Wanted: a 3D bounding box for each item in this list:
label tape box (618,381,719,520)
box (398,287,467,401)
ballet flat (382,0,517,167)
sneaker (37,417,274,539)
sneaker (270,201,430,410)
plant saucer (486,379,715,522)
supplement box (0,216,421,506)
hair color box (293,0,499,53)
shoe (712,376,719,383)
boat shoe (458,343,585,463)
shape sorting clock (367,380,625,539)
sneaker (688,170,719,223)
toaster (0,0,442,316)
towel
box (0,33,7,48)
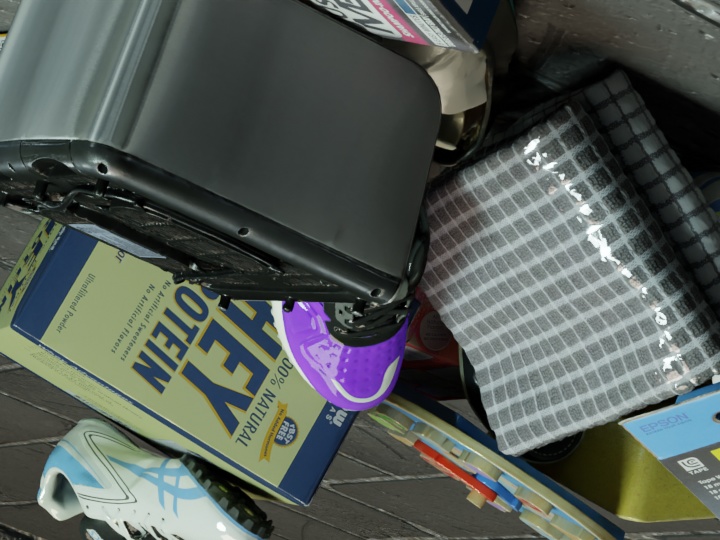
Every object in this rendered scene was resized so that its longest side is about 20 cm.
[{"bbox_3d":[0.249,0.087,1.416,0.143,0.064,0.200,-21,135,29],"label":"label tape box"},{"bbox_3d":[0.026,0.027,1.722,0.102,0.095,0.200,23,163,-28],"label":"box"},{"bbox_3d":[0.044,-0.103,1.307,0.067,0.069,0.200,15,164,14],"label":"ballet flat"},{"bbox_3d":[-0.121,0.141,1.559,0.072,0.073,0.199,38,166,-36],"label":"sneaker"},{"bbox_3d":[-0.001,0.000,1.385,0.069,0.201,0.100,-15,-148,-18],"label":"sneaker"},{"bbox_3d":[0.211,0.108,1.711,0.198,0.049,0.200,-2,-168,-25],"label":"plant saucer"},{"bbox_3d":[-0.100,0.030,1.543,0.199,0.135,0.200,32,170,-11],"label":"supplement box"},{"bbox_3d":[-0.039,-0.158,1.197,0.199,0.061,0.100,13,164,31],"label":"hair color box"},{"bbox_3d":[0.258,0.046,1.540,0.090,0.072,0.201,18,154,29],"label":"shoe"},{"bbox_3d":[0.098,0.055,1.592,0.074,0.062,0.201,-23,133,-5],"label":"boat shoe"},{"bbox_3d":[0.083,0.131,1.658,0.199,0.039,0.200,34,177,2],"label":"shape sorting clock"},{"bbox_3d":[0.140,-0.025,1.462,0.104,0.076,0.200,21,165,-14],"label":"sneaker"},{"bbox_3d":[-0.085,-0.065,1.248,0.199,0.120,0.180,24,168,-27],"label":"toaster"},{"bbox_3d":[0.108,0.003,1.406,0.166,0.085,0.200,55,147,-3],"label":"towel"},{"bbox_3d":[-0.166,-0.102,1.588,0.199,0.042,0.119,3,160,47],"label":"box"}]
